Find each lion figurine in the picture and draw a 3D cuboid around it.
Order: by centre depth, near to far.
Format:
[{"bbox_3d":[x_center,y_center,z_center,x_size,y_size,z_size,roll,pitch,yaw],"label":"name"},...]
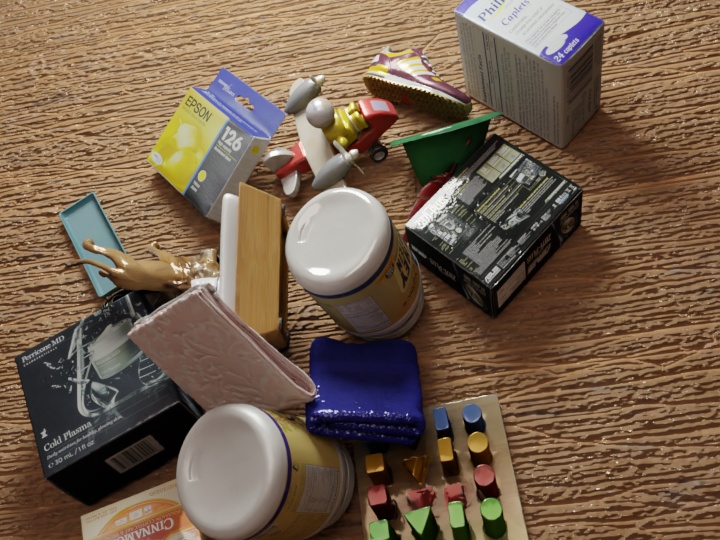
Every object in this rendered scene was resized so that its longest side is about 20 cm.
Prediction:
[{"bbox_3d":[-0.290,0.003,1.156,0.121,0.074,0.198,28,25,38],"label":"lion figurine"}]

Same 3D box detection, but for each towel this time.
[{"bbox_3d":[-0.171,0.108,1.012,0.199,0.191,0.032,-24,25,47],"label":"towel"},{"bbox_3d":[0.005,0.149,1.051,0.144,0.051,0.201,2,22,-1],"label":"towel"}]

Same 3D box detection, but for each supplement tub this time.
[{"bbox_3d":[-0.104,0.240,0.984,0.143,0.199,0.149,-8,71,25],"label":"supplement tub"},{"bbox_3d":[0.000,0.000,1.108,0.142,0.200,0.147,-10,61,18],"label":"supplement tub"}]

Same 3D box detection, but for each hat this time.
[{"bbox_3d":[0.135,-0.124,1.253,0.196,0.166,0.180,-13,98,17],"label":"hat"}]

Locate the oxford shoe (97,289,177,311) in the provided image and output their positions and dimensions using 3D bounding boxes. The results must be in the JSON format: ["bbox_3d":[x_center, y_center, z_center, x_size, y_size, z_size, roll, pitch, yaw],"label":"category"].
[{"bbox_3d":[-0.367,0.069,1.237,0.198,0.085,0.073,-30,59,-3],"label":"oxford shoe"}]

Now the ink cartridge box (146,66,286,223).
[{"bbox_3d":[-0.235,-0.210,1.339,0.197,0.047,0.202,39,102,37],"label":"ink cartridge box"}]

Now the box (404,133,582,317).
[{"bbox_3d":[0.188,-0.065,1.177,0.163,0.087,0.200,37,74,29],"label":"box"}]

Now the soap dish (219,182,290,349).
[{"bbox_3d":[-0.135,0.007,1.097,0.079,0.158,0.204,0,75,0],"label":"soap dish"}]

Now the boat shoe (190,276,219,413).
[{"bbox_3d":[-0.207,0.111,1.144,0.064,0.074,0.205,1,85,-2],"label":"boat shoe"}]

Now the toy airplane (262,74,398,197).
[{"bbox_3d":[-0.063,-0.206,1.290,0.197,0.142,0.201,19,67,23],"label":"toy airplane"}]

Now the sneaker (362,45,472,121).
[{"bbox_3d":[0.101,-0.311,1.351,0.197,0.075,0.091,24,73,24],"label":"sneaker"}]

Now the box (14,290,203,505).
[{"bbox_3d":[-0.338,0.172,1.147,0.198,0.125,0.198,-29,56,-4],"label":"box"}]

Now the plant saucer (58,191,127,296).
[{"bbox_3d":[-0.423,-0.042,1.354,0.069,0.019,0.201,-33,57,-7],"label":"plant saucer"}]

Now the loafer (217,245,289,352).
[{"bbox_3d":[-0.173,0.043,1.209,0.071,0.073,0.201,-29,58,-7],"label":"loafer"}]

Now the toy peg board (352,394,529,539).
[{"bbox_3d":[0.087,0.248,1.012,0.196,0.098,0.202,-12,58,6],"label":"toy peg board"}]

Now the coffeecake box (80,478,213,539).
[{"bbox_3d":[-0.249,0.380,1.030,0.151,0.073,0.203,-21,58,0],"label":"coffeecake box"}]

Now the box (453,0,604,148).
[{"bbox_3d":[0.252,-0.314,1.250,0.199,0.185,0.105,37,74,29],"label":"box"}]
